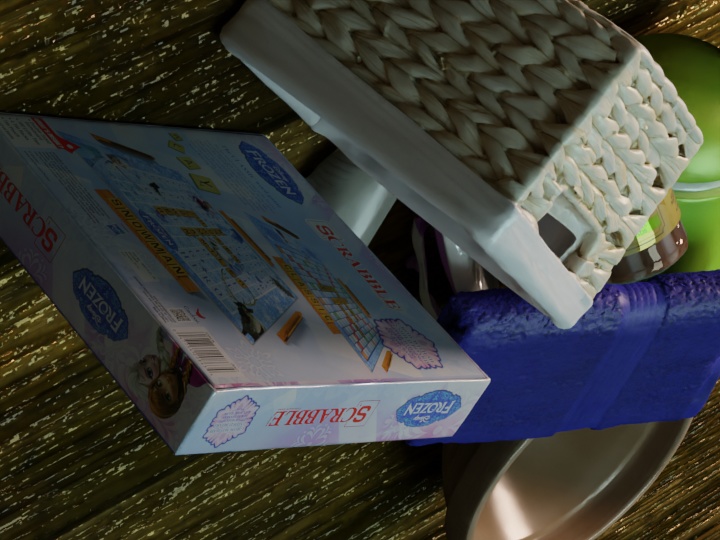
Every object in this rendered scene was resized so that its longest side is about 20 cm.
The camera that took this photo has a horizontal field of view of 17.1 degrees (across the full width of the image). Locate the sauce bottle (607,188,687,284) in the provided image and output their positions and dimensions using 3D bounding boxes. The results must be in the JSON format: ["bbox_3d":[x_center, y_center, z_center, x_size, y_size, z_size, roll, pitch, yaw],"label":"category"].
[{"bbox_3d":[0.120,-0.089,1.314,0.065,0.065,0.200,-33,114,-18],"label":"sauce bottle"}]

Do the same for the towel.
[{"bbox_3d":[0.127,0.045,1.409,0.199,0.050,0.148,-5,147,-20],"label":"towel"}]

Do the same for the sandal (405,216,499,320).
[{"bbox_3d":[0.052,0.004,1.423,0.050,0.083,0.203,-9,147,8],"label":"sandal"}]

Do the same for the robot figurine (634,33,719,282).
[{"bbox_3d":[0.176,-0.056,1.440,0.175,0.116,0.200,-16,140,-25],"label":"robot figurine"}]

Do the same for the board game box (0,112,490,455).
[{"bbox_3d":[-0.065,0.004,1.149,0.199,0.200,0.041,2,129,-49],"label":"board game box"}]

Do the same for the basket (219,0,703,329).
[{"bbox_3d":[0.054,-0.088,1.186,0.123,0.200,0.136,-50,150,-1],"label":"basket"}]

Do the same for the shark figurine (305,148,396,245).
[{"bbox_3d":[-0.014,0.017,1.339,0.128,0.090,0.215,-19,139,-33],"label":"shark figurine"}]

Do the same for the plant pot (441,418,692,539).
[{"bbox_3d":[0.122,0.104,1.594,0.200,0.093,0.201,-29,146,-22],"label":"plant pot"}]
